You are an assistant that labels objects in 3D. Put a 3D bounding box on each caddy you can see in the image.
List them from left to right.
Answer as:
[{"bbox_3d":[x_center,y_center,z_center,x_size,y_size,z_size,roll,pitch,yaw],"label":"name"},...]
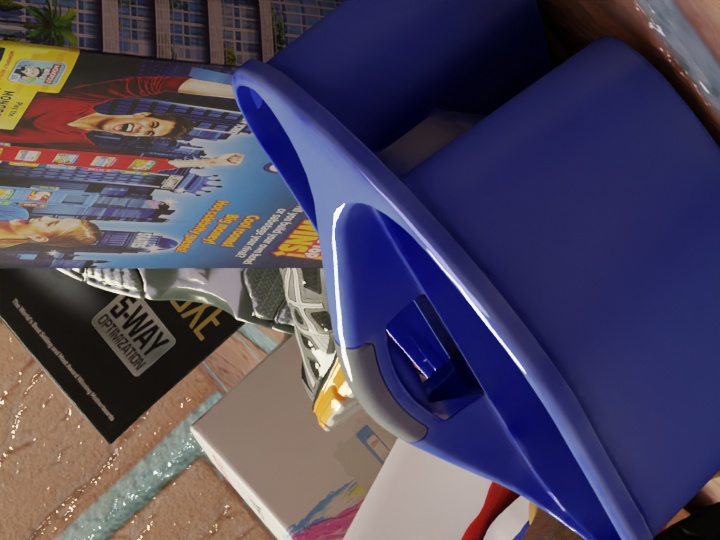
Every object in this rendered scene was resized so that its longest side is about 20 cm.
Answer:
[{"bbox_3d":[0.038,0.001,0.823,0.141,0.105,0.200,42,171,37],"label":"caddy"}]

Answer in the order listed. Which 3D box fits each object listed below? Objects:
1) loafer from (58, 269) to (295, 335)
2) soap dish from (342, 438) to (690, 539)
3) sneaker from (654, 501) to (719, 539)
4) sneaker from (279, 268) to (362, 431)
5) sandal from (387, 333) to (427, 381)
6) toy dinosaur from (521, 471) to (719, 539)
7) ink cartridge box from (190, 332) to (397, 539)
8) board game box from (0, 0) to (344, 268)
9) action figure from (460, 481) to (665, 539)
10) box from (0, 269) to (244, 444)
[{"bbox_3d":[-0.079,-0.025,1.326,0.199,0.072,0.063,21,-152,8],"label":"loafer"},{"bbox_3d":[0.057,0.151,1.243,0.081,0.201,0.157,16,-163,-42],"label":"soap dish"},{"bbox_3d":[0.137,0.123,1.011,0.111,0.077,0.200,49,175,-4],"label":"sneaker"},{"bbox_3d":[0.000,0.000,1.209,0.077,0.078,0.200,49,160,16],"label":"sneaker"},{"bbox_3d":[0.035,0.016,0.993,0.207,0.079,0.060,75,180,-72],"label":"sandal"},{"bbox_3d":[0.072,0.075,0.952,0.060,0.106,0.200,44,-146,1],"label":"toy dinosaur"},{"bbox_3d":[0.018,0.096,1.409,0.200,0.125,0.129,47,173,11],"label":"ink cartridge box"},{"bbox_3d":[-0.050,-0.052,0.968,0.200,0.199,0.062,137,133,-62],"label":"board game box"},{"bbox_3d":[0.068,0.099,1.021,0.065,0.200,0.052,31,132,-4],"label":"action figure"},{"bbox_3d":[-0.121,-0.041,1.402,0.200,0.158,0.050,54,171,-35],"label":"box"}]
